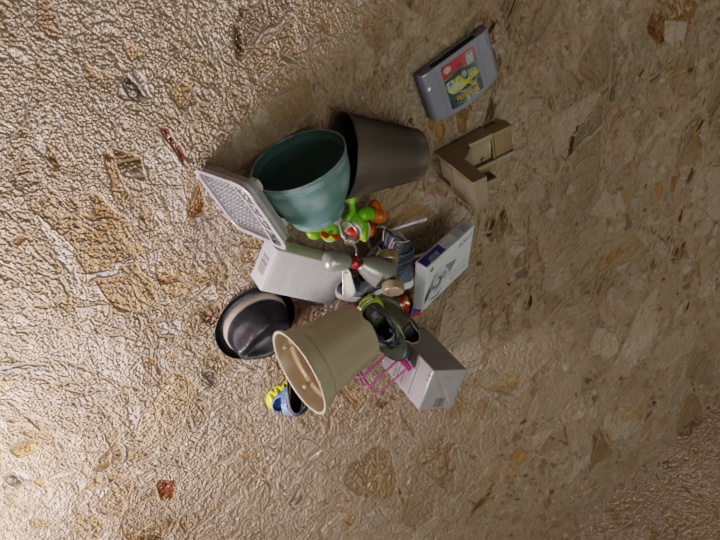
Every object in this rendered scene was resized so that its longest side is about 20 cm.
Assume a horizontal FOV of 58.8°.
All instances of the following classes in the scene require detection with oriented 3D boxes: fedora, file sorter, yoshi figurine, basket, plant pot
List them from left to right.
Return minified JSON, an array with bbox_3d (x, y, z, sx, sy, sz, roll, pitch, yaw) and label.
[{"bbox_3d":[-0.227,0.136,1.442,0.196,0.092,0.205,-16,124,-24],"label":"fedora"},{"bbox_3d":[-0.103,-0.165,1.268,0.198,0.200,0.136,-31,130,-12],"label":"plant pot"},{"bbox_3d":[-0.065,0.176,1.398,0.181,0.199,0.204,-31,131,-26],"label":"plant pot"},{"bbox_3d":[-0.048,-0.118,1.410,0.197,0.111,0.116,-11,100,-41],"label":"yoshi figurine"},{"bbox_3d":[0.011,0.195,1.602,0.125,0.139,0.201,-40,131,0],"label":"file sorter"},{"bbox_3d":[0.040,-0.243,1.361,0.196,0.135,0.185,-7,115,-33],"label":"basket"}]

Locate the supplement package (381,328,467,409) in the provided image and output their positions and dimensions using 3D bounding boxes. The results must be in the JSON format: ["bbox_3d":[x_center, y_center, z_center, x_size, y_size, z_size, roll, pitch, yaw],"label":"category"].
[{"bbox_3d":[0.164,0.256,1.692,0.119,0.200,0.122,4,116,-33],"label":"supplement package"}]

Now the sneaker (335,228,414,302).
[{"bbox_3d":[0.033,-0.015,1.440,0.198,0.077,0.149,-15,128,-23],"label":"sneaker"}]

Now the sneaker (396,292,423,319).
[{"bbox_3d":[0.088,0.081,1.608,0.084,0.079,0.197,-33,151,34],"label":"sneaker"}]

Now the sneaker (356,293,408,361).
[{"bbox_3d":[0.057,0.147,1.450,0.073,0.081,0.201,-35,126,2],"label":"sneaker"}]

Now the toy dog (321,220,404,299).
[{"bbox_3d":[0.000,0.000,1.347,0.197,0.134,0.096,30,142,-19],"label":"toy dog"}]

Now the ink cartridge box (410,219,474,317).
[{"bbox_3d":[0.201,0.005,1.570,0.199,0.040,0.203,-40,148,-31],"label":"ink cartridge box"}]

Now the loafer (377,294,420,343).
[{"bbox_3d":[0.085,0.112,1.533,0.199,0.070,0.076,39,90,-36],"label":"loafer"}]

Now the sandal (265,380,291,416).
[{"bbox_3d":[-0.146,0.288,1.592,0.201,0.087,0.079,-50,129,2],"label":"sandal"}]

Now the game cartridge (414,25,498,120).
[{"bbox_3d":[0.219,-0.430,1.423,0.198,0.041,0.134,-37,135,-8],"label":"game cartridge"}]

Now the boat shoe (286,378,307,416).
[{"bbox_3d":[-0.144,0.247,1.527,0.070,0.063,0.206,4,85,-2],"label":"boat shoe"}]

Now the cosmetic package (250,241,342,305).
[{"bbox_3d":[-0.135,0.002,1.434,0.197,0.071,0.103,15,109,-37],"label":"cosmetic package"}]

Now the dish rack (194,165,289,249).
[{"bbox_3d":[-0.220,-0.130,1.227,0.044,0.198,0.173,-49,133,-19],"label":"dish rack"}]

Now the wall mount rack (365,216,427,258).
[{"bbox_3d":[0.107,-0.045,1.558,0.174,0.075,0.201,-44,132,-3],"label":"wall mount rack"}]

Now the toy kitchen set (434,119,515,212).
[{"bbox_3d":[0.308,-0.216,1.510,0.196,0.181,0.166,-26,130,-10],"label":"toy kitchen set"}]
